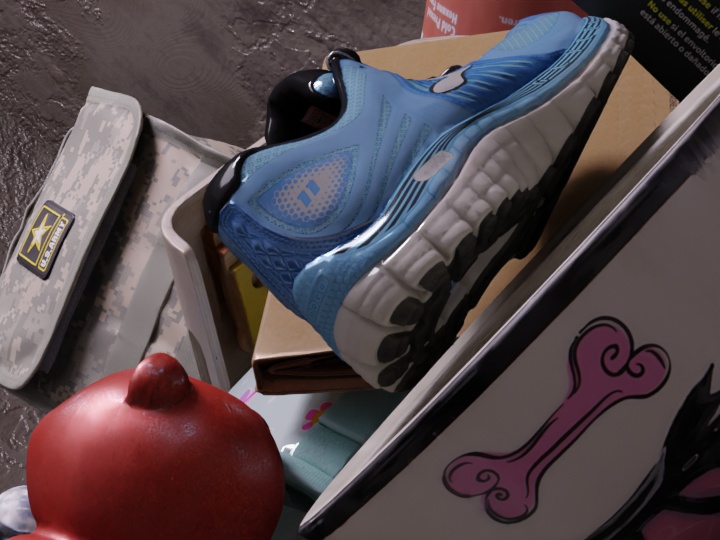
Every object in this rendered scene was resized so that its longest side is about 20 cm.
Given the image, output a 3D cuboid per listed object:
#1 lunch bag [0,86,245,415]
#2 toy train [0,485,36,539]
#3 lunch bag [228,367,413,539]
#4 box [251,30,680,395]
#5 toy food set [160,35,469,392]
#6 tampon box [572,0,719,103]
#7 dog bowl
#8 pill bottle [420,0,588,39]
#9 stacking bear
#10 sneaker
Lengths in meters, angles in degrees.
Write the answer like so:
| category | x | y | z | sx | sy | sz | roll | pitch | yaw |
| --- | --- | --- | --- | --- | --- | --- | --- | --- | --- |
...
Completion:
| category | x | y | z | sx | sy | sz | roll | pitch | yaw |
| --- | --- | --- | --- | --- | --- | --- | --- | --- | --- |
| lunch bag | -0.101 | 0.010 | 1.013 | 0.165 | 0.199 | 0.118 | -65 | -24 | 0 |
| toy train | -0.132 | 0.179 | 0.716 | 0.114 | 0.086 | 0.201 | -78 | -2 | -64 |
| lunch bag | 0.004 | 0.073 | 0.748 | 0.170 | 0.122 | 0.200 | -45 | -8 | -35 |
| box | 0.054 | -0.031 | 0.705 | 0.163 | 0.021 | 0.200 | -6 | 35 | 12 |
| toy food set | 0.000 | 0.000 | 0.900 | 0.200 | 0.060 | 0.144 | -38 | -50 | -35 |
| tampon box | 0.194 | -0.140 | 0.674 | 0.200 | 0.126 | 0.150 | -47 | -1 | 31 |
| dog bowl | 0.077 | 0.019 | 0.519 | 0.200 | 0.074 | 0.200 | -47 | -2 | -2 |
| pill bottle | 0.081 | -0.085 | 1.006 | 0.112 | 0.112 | 0.201 | -44 | -34 | -60 |
| stacking bear | -0.087 | 0.125 | 0.596 | 0.121 | 0.113 | 0.201 | 35 | -107 | -49 |
| sneaker | 0.020 | -0.045 | 0.602 | 0.200 | 0.090 | 0.079 | -43 | -19 | -57 |
